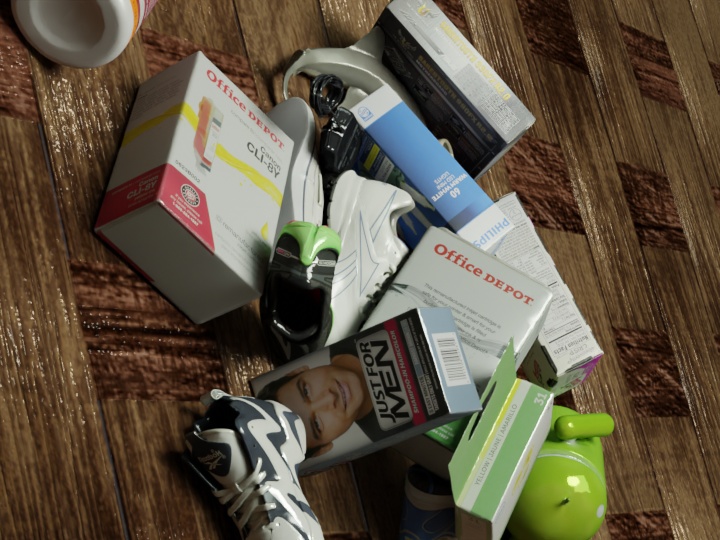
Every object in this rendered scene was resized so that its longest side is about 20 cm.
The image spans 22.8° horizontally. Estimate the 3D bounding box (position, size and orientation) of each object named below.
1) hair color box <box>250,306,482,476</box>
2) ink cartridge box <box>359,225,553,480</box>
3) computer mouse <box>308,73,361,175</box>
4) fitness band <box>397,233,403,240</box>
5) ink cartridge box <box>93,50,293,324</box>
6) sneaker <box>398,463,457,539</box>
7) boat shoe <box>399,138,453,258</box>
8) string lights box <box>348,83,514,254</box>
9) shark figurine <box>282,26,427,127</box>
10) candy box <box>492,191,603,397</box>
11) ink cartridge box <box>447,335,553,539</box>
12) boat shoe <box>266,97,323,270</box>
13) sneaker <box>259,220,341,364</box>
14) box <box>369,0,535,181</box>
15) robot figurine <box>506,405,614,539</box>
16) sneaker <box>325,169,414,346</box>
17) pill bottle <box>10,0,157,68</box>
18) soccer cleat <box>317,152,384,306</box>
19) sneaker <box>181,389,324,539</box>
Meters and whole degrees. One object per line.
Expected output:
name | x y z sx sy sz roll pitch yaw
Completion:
hair color box | 0.003 0.112 1.617 0.060 0.199 0.100 0 69 -55
ink cartridge box | 0.079 0.078 1.737 0.146 0.083 0.200 30 65 11
computer mouse | -0.032 -0.144 1.728 0.200 0.034 0.059 68 45 -70
fitness band | 0.049 -0.078 1.976 0.200 0.037 0.145 23 54 -47
ink cartridge box | -0.147 -0.078 1.630 0.145 0.083 0.201 44 38 -32
sneaker | 0.083 0.234 1.801 0.200 0.075 0.077 4 106 -66
boat shoe | 0.082 -0.042 1.915 0.071 0.062 0.201 16 61 -53
string lights box | 0.061 -0.084 1.837 0.059 0.103 0.200 -37 79 -25
shark figurine | -0.015 -0.226 1.914 0.214 0.090 0.128 12 39 -43
candy box | 0.181 0.031 1.921 0.201 0.061 0.136 63 -9 13
ink cartridge box | 0.134 0.167 1.677 0.146 0.048 0.200 -62 165 -22
boat shoe | -0.067 -0.078 1.768 0.066 0.072 0.201 46 33 -46
sneaker | -0.063 0.035 1.627 0.200 0.076 0.084 95 10 -56
box | 0.089 -0.200 1.958 0.048 0.158 0.200 -40 87 -21
robot figurine | 0.204 0.222 1.908 0.115 0.176 0.200 18 25 -4
sneaker | 0.000 0.000 1.754 0.075 0.087 0.201 59 42 -75
pill bottle | -0.228 -0.278 1.612 0.113 0.113 0.200 52 34 -22
soccer cleat | -0.004 -0.031 1.848 0.201 0.068 0.073 56 -3 -1
sneaker | -0.102 0.188 1.528 0.129 0.079 0.200 31 45 -41
